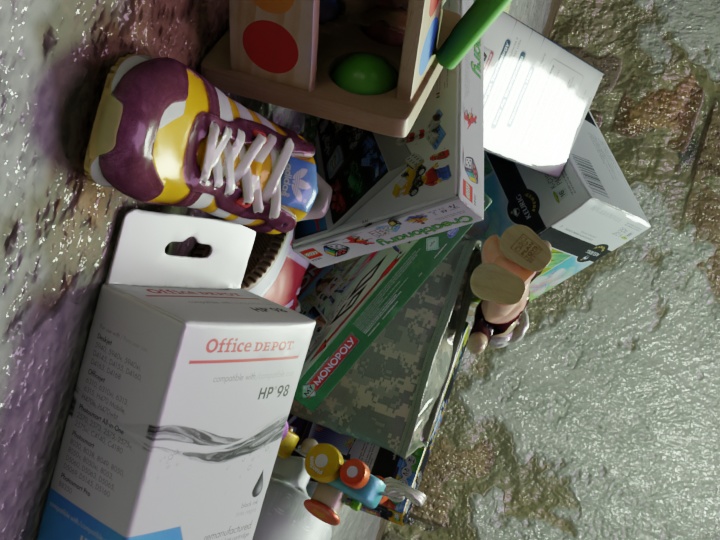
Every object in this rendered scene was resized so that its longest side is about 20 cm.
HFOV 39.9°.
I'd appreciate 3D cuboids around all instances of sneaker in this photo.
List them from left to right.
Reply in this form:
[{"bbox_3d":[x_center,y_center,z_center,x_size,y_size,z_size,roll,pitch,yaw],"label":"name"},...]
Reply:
[{"bbox_3d":[-0.069,-0.061,0.526,0.200,0.090,0.075,-7,114,-79],"label":"sneaker"},{"bbox_3d":[-0.056,-0.013,0.725,0.200,0.071,0.113,-53,156,-40],"label":"sneaker"}]

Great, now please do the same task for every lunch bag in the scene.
[{"bbox_3d":[0.006,0.039,0.874,0.118,0.164,0.200,10,97,-74],"label":"lunch bag"}]

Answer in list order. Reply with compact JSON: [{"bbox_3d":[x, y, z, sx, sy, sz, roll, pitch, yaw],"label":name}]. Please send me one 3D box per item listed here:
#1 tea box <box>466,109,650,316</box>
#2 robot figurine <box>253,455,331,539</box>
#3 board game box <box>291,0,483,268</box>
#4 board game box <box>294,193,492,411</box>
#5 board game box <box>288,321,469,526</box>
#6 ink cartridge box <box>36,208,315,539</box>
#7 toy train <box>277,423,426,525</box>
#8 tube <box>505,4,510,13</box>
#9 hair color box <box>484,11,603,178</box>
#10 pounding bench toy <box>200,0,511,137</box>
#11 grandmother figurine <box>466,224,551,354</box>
[{"bbox_3d":[0.138,-0.086,0.980,0.197,0.200,0.134,-37,150,29],"label":"tea box"},{"bbox_3d":[-0.097,0.250,0.832,0.170,0.113,0.200,60,42,-38],"label":"robot figurine"},{"bbox_3d":[0.020,-0.109,0.660,0.035,0.126,0.200,35,49,-45],"label":"board game box"},{"bbox_3d":[0.000,0.000,0.764,0.200,0.029,0.135,-50,-154,0],"label":"board game box"},{"bbox_3d":[-0.002,0.123,0.961,0.057,0.165,0.200,81,29,-63],"label":"board game box"},{"bbox_3d":[-0.098,0.073,0.566,0.116,0.067,0.200,4,105,-56],"label":"ink cartridge box"},{"bbox_3d":[-0.055,0.147,0.769,0.056,0.200,0.150,-60,-169,-13],"label":"toy train"},{"bbox_3d":[0.103,-0.252,0.799,0.058,0.052,0.200,-56,159,-56],"label":"tube"},{"bbox_3d":[0.111,-0.144,0.793,0.200,0.060,0.100,9,105,-53],"label":"hair color box"},{"bbox_3d":[0.025,-0.160,0.549,0.156,0.200,0.124,96,15,-45],"label":"pounding bench toy"},{"bbox_3d":[0.127,0.022,0.873,0.121,0.061,0.200,-42,165,-11],"label":"grandmother figurine"}]
